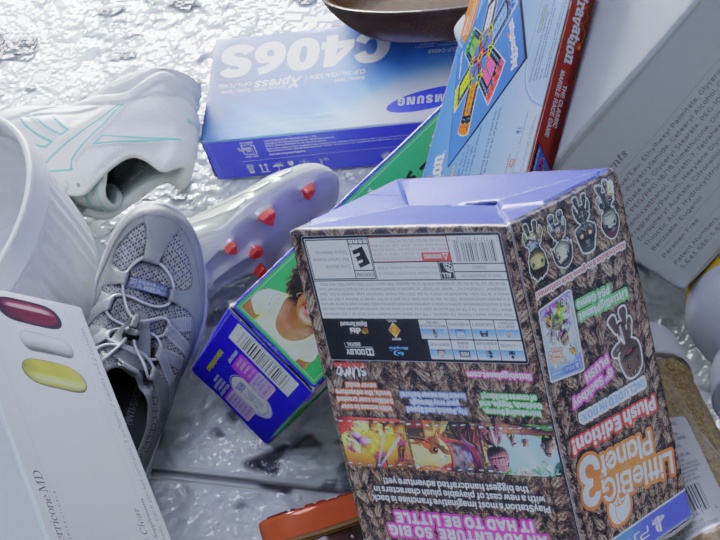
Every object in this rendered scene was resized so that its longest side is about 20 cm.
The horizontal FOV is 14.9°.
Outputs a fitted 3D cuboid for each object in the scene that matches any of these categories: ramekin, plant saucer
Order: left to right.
[{"bbox_3d":[-0.263,0.008,1.787,0.199,0.105,0.201,-21,45,23],"label":"ramekin"},{"bbox_3d":[0.072,-0.191,1.860,0.199,0.032,0.200,-8,19,3],"label":"plant saucer"}]

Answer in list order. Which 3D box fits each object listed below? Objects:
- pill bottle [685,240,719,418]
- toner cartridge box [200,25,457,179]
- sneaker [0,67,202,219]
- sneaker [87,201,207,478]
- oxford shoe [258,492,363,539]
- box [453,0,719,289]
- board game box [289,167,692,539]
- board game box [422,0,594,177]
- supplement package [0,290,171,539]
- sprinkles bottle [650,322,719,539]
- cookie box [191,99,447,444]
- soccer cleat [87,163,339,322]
[{"bbox_3d":[0.251,-0.004,1.653,0.111,0.112,0.201,-5,52,14],"label":"pill bottle"},{"bbox_3d":[-0.004,-0.119,1.869,0.199,0.043,0.095,-5,53,14],"label":"toner cartridge box"},{"bbox_3d":[-0.199,-0.072,1.869,0.199,0.070,0.081,-18,58,18],"label":"sneaker"},{"bbox_3d":[-0.137,0.053,1.712,0.074,0.082,0.201,10,80,-4],"label":"sneaker"},{"bbox_3d":[0.044,0.157,1.638,0.199,0.071,0.073,-15,84,-3],"label":"oxford shoe"},{"bbox_3d":[0.181,-0.137,1.632,0.200,0.130,0.199,-49,31,19],"label":"box"},{"bbox_3d":[0.070,0.056,1.477,0.159,0.201,0.097,0,19,43],"label":"board game box"},{"bbox_3d":[0.080,-0.085,1.589,0.103,0.019,0.201,-9,59,52],"label":"board game box"},{"bbox_3d":[-0.220,0.135,1.634,0.156,0.111,0.201,-42,56,27],"label":"supplement package"},{"bbox_3d":[0.181,0.121,1.533,0.068,0.068,0.201,-22,50,0],"label":"sprinkles bottle"},{"bbox_3d":[0.000,0.000,1.690,0.075,0.171,0.200,45,72,2],"label":"cookie box"},{"bbox_3d":[-0.104,-0.013,1.805,0.200,0.069,0.078,-38,49,-10],"label":"soccer cleat"}]
